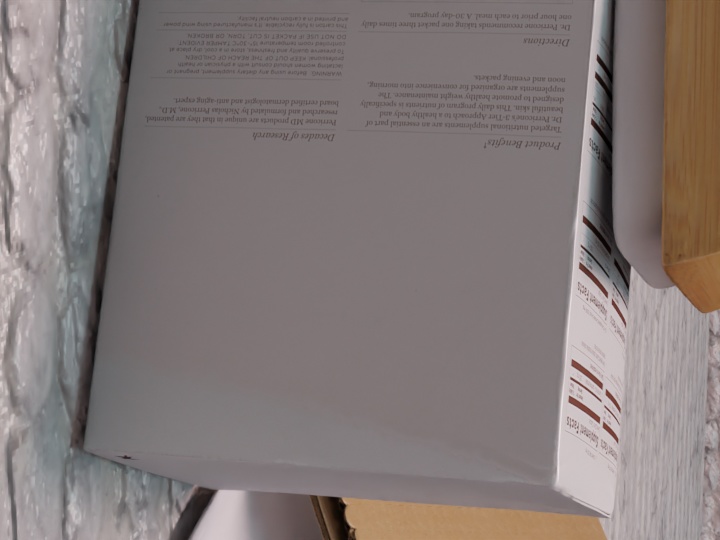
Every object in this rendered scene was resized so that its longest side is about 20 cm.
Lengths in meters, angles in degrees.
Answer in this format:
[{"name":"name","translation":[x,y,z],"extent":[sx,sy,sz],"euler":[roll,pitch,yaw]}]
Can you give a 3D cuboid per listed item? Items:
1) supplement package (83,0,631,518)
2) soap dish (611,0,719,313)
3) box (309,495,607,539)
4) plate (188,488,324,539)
[{"name":"supplement package","translation":[0.010,-0.010,0.789],"extent":[0.147,0.189,0.202],"euler":[37,57,-70]},{"name":"soap dish","translation":[0.152,-0.090,0.787],"extent":[0.157,0.080,0.202],"euler":[28,63,-73]},{"name":"box","translation":[0.070,0.168,0.936],"extent":[0.199,0.021,0.165],"euler":[10,51,-47]},{"name":"plate","translation":[0.007,0.148,0.928],"extent":[0.199,0.032,0.201],"euler":[43,34,-13]}]
